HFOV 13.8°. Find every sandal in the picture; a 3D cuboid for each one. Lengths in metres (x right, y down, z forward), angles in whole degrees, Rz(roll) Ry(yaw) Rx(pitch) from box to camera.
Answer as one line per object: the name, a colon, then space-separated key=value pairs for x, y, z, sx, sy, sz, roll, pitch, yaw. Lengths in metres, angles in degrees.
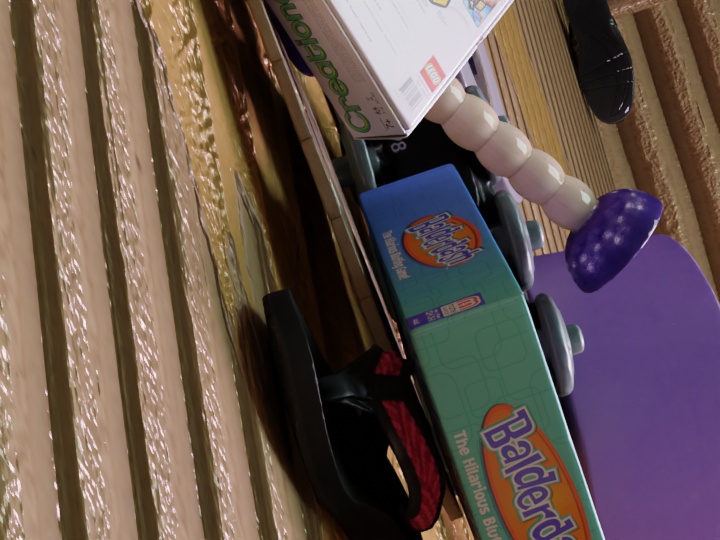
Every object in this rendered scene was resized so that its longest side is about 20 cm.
sandal: x=0.009 y=0.064 z=1.066 sx=0.200 sy=0.045 sz=0.075 roll=61 pitch=13 yaw=-54

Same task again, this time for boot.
boot: x=0.323 y=-0.271 z=3.940 sx=0.154 sy=0.073 sz=0.204 roll=58 pitch=17 yaw=-71

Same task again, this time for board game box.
board game box: x=-0.007 y=-0.167 z=1.165 sx=0.126 sy=0.035 sz=0.200 roll=-52 pitch=123 yaw=-33
board game box: x=0.051 y=0.057 z=1.121 sx=0.200 sy=0.045 sz=0.152 roll=-108 pitch=179 yaw=-73

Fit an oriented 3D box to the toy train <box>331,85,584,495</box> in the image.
toy train: x=0.042 y=0.007 z=1.334 sx=0.114 sy=0.085 sz=0.200 roll=85 pitch=-11 yaw=-68

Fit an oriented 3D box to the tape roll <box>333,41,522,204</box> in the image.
tape roll: x=0.020 y=-0.117 z=1.492 sx=0.200 sy=0.066 sz=0.201 roll=-18 pitch=90 yaw=-82

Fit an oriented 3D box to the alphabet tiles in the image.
alphabet tiles: x=0.000 y=0.000 z=1.188 sx=0.167 sy=0.008 sz=0.200 roll=65 pitch=4 yaw=-75

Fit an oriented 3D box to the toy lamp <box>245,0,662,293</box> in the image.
toy lamp: x=0.035 y=-0.069 z=1.251 sx=0.200 sy=0.058 sz=0.058 roll=40 pitch=15 yaw=-10

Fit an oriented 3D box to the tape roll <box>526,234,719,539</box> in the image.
tape roll: x=0.121 y=0.087 z=1.425 sx=0.200 sy=0.085 sz=0.200 roll=170 pitch=-90 yaw=-80
